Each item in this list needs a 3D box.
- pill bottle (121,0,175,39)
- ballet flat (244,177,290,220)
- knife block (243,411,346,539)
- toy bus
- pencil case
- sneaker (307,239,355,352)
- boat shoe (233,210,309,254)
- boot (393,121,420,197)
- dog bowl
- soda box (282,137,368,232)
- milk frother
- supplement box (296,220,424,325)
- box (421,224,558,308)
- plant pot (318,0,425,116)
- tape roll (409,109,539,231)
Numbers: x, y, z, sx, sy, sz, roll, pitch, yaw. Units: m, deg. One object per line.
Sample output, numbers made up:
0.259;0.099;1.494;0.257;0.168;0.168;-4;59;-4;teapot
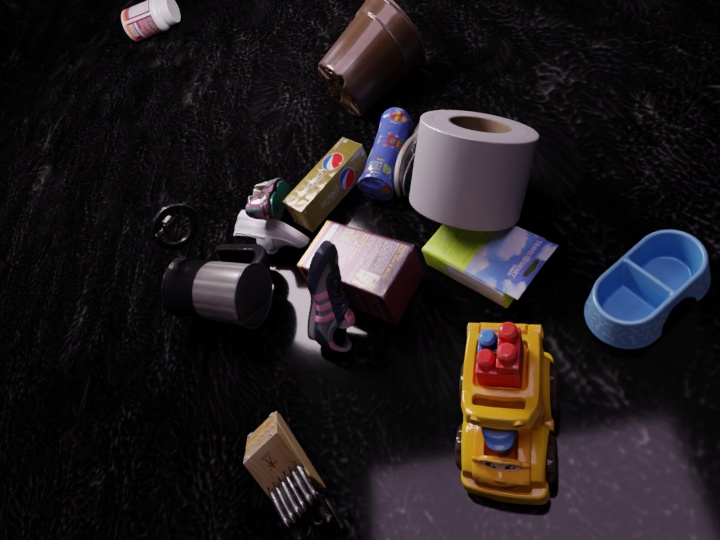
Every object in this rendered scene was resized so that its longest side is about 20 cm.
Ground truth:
-0.771;-0.933;1.942;0.193;0.111;0.113;-12;51;14;pill bottle
-0.194;-0.148;1.080;0.068;0.072;0.201;3;20;3;ballet flat
-0.094;0.312;0.769;0.063;0.178;0.200;-37;4;-10;knife block
0.180;0.162;0.660;0.131;0.194;0.206;0;57;21;toy bus
0.054;-0.239;1.083;0.076;0.087;0.205;24;61;-10;pencil case
-0.040;0.046;0.850;0.080;0.205;0.070;24;44;23;sneaker
-0.189;-0.069;1.080;0.195;0.072;0.071;20;83;28;boat shoe
0.161;-0.221;1.027;0.149;0.074;0.207;15;63;29;boot
0.411;0.021;0.752;0.198;0.050;0.112;-39;50;-6;dog bowl
-0.069;-0.182;1.106;0.067;0.065;0.201;28;71;37;soda box
-0.279;-0.010;0.980;0.182;0.201;0.186;4;63;25;milk frother
0.000;0.000;0.927;0.195;0.087;0.112;19;63;34;supplement box
0.212;-0.027;0.876;0.198;0.048;0.122;32;72;38;box
0.015;-0.486;1.218;0.198;0.201;0.200;-45;50;-4;plant pot
0.185;-0.173;0.879;0.194;0.144;0.205;5;29;-3;tape roll
